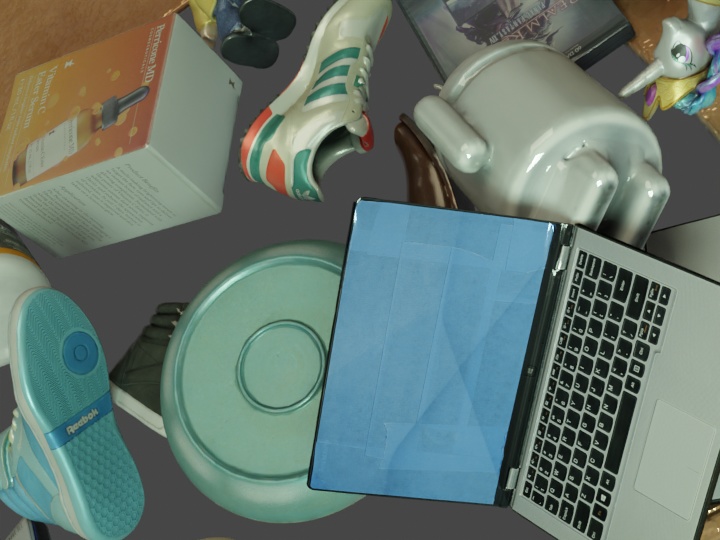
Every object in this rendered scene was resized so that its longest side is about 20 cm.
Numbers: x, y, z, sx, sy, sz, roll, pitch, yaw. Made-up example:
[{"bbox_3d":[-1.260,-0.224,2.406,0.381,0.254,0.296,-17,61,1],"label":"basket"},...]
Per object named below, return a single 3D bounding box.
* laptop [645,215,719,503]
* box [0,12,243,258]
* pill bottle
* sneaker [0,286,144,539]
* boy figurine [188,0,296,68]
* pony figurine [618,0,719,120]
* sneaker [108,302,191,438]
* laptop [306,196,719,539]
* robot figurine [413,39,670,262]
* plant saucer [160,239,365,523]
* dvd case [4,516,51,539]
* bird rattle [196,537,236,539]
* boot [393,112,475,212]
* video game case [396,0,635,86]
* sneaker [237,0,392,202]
[{"bbox_3d":[0.241,0.008,0.642,0.199,0.116,0.188,-15,53,27],"label":"laptop"},{"bbox_3d":[-0.224,-0.118,1.075,0.199,0.106,0.153,-14,54,28],"label":"box"},{"bbox_3d":[-0.369,-0.006,1.097,0.116,0.116,0.200,-47,46,-1],"label":"pill bottle"},{"bbox_3d":[-0.249,0.112,0.900,0.130,0.201,0.079,-5,14,40],"label":"sneaker"},{"bbox_3d":[-0.125,-0.273,1.136,0.125,0.064,0.200,-58,36,28],"label":"boy figurine"},{"bbox_3d":[0.248,-0.200,0.731,0.192,0.201,0.167,-15,35,-19],"label":"pony figurine"},{"bbox_3d":[-0.118,0.081,0.889,0.200,0.071,0.100,21,79,46],"label":"sneaker"},{"bbox_3d":[0.088,0.075,0.658,0.200,0.116,0.188,28,116,43],"label":"laptop"},{"bbox_3d":[0.117,-0.079,0.771,0.113,0.169,0.200,-65,32,23],"label":"robot figurine"},{"bbox_3d":[-0.050,0.068,0.803,0.199,0.027,0.201,-6,69,16],"label":"plant saucer"},{"bbox_3d":[-0.271,0.274,0.850,0.151,0.025,0.200,-51,21,-5],"label":"dvd case"},{"bbox_3d":[-0.111,0.234,0.769,0.200,0.113,0.163,-36,30,6],"label":"bird rattle"},{"bbox_3d":[0.000,0.000,0.870,0.200,0.064,0.187,-38,48,14],"label":"boot"},{"bbox_3d":[0.117,-0.209,0.954,0.143,0.019,0.200,-34,46,12],"label":"video game case"},{"bbox_3d":[-0.013,-0.141,0.979,0.093,0.070,0.200,29,77,25],"label":"sneaker"}]
